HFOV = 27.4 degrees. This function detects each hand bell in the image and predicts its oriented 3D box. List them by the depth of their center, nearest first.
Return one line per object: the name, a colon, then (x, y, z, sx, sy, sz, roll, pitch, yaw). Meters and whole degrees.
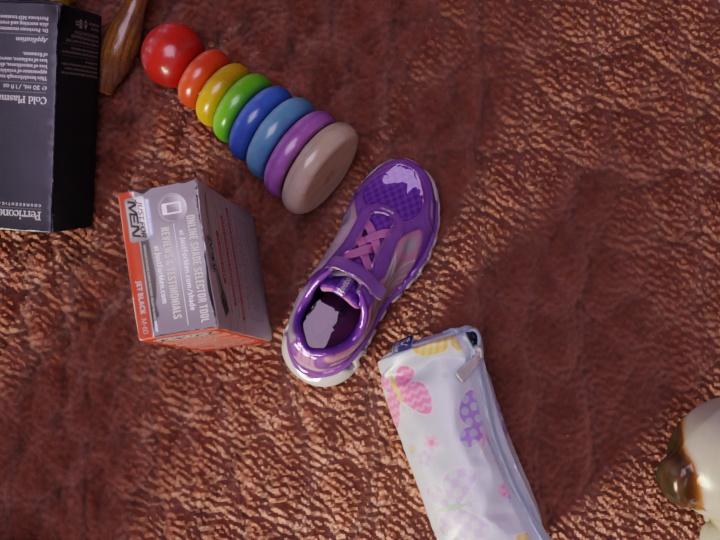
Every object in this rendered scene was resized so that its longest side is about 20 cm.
hand bell: (-0.182, -0.243, 1.240, 0.104, 0.104, 0.200, 25, 101, 8)

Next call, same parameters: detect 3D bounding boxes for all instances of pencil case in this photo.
pencil case: (0.084, 0.143, 1.159, 0.091, 0.083, 0.200, -21, 83, 26)

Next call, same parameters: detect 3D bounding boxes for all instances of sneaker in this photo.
sneaker: (0.000, 0.000, 1.181, 0.080, 0.088, 0.200, 28, 87, 10)

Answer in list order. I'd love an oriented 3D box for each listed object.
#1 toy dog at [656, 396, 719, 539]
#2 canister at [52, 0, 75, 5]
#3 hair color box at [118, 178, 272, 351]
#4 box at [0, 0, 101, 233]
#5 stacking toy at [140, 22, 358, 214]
toy dog: (0.304, 0.184, 1.083, 0.140, 0.194, 0.200, -40, 88, 14)
canister: (-0.304, -0.327, 1.249, 0.148, 0.087, 0.200, 9, 84, 7)
hair color box: (-0.123, 0.001, 1.138, 0.064, 0.200, 0.111, -10, 83, 5)
box: (-0.325, -0.128, 1.208, 0.200, 0.104, 0.182, 5, 94, 8)
stacking toy: (-0.102, -0.134, 1.215, 0.200, 0.085, 0.085, 36, 89, 14)
